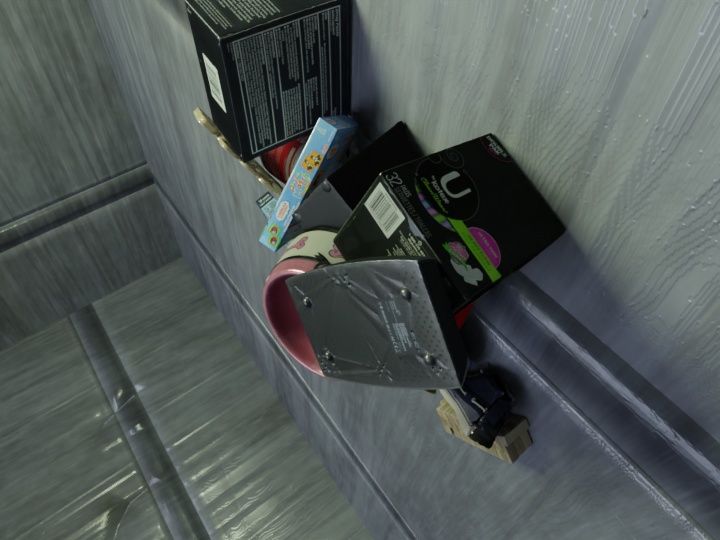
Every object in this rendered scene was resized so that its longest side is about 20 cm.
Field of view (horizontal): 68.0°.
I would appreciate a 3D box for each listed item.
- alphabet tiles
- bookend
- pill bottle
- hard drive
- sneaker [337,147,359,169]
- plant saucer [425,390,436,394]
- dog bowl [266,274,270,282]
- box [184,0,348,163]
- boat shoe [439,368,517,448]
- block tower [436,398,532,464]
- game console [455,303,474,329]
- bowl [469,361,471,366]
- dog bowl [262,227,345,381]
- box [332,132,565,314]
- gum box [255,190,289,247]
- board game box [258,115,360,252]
[{"bbox_3d":[-0.205,-0.202,0.930,0.200,0.015,0.196,43,-176,-32],"label":"alphabet tiles"},{"bbox_3d":[0.045,-0.066,0.727,0.200,0.200,0.092,49,137,-6],"label":"bookend"},{"bbox_3d":[-0.118,-0.212,0.985,0.199,0.111,0.114,38,149,42],"label":"pill bottle"},{"bbox_3d":[0.013,0.050,0.539,0.197,0.042,0.138,-8,108,47],"label":"hard drive"},{"bbox_3d":[-0.004,-0.105,0.839,0.202,0.073,0.117,-92,-2,-53],"label":"sneaker"},{"bbox_3d":[0.029,0.107,0.901,0.198,0.049,0.200,31,-174,-24],"label":"plant saucer"},{"bbox_3d":[-0.110,0.054,1.188,0.198,0.079,0.201,34,164,11],"label":"dog bowl"},{"bbox_3d":[-0.126,-0.303,0.787,0.124,0.196,0.202,49,155,30],"label":"box"},{"bbox_3d":[0.193,0.198,0.880,0.074,0.094,0.200,30,-170,-17],"label":"boat shoe"},{"bbox_3d":[0.210,0.269,0.930,0.059,0.053,0.199,64,158,-11],"label":"block tower"},{"bbox_3d":[0.087,0.016,0.768,0.031,0.179,0.199,38,174,-40],"label":"game console"},{"bbox_3d":[0.102,0.099,0.874,0.200,0.039,0.201,44,180,0],"label":"bowl"},{"bbox_3d":[-0.040,0.053,0.682,0.196,0.074,0.204,21,131,25],"label":"dog bowl"},{"bbox_3d":[0.099,-0.039,0.592,0.150,0.198,0.124,56,141,11],"label":"box"},{"bbox_3d":[-0.150,-0.069,1.250,0.200,0.044,0.171,46,170,32],"label":"gum box"},{"bbox_3d":[-0.075,-0.139,0.823,0.036,0.151,0.202,32,111,1],"label":"board game box"}]
